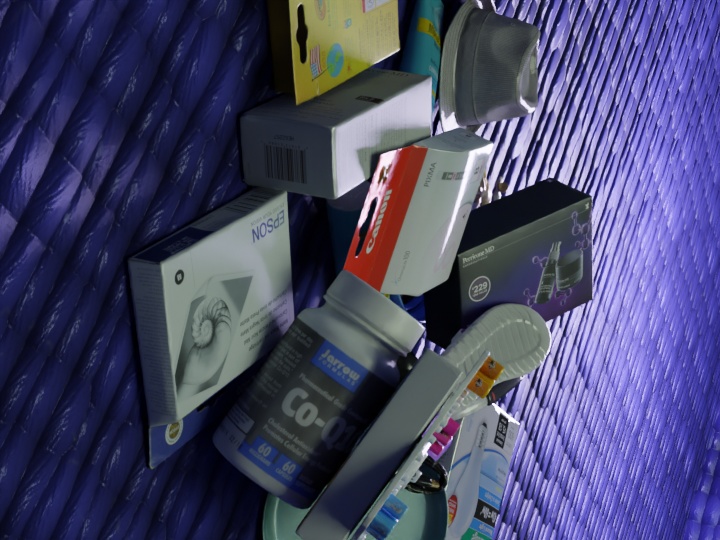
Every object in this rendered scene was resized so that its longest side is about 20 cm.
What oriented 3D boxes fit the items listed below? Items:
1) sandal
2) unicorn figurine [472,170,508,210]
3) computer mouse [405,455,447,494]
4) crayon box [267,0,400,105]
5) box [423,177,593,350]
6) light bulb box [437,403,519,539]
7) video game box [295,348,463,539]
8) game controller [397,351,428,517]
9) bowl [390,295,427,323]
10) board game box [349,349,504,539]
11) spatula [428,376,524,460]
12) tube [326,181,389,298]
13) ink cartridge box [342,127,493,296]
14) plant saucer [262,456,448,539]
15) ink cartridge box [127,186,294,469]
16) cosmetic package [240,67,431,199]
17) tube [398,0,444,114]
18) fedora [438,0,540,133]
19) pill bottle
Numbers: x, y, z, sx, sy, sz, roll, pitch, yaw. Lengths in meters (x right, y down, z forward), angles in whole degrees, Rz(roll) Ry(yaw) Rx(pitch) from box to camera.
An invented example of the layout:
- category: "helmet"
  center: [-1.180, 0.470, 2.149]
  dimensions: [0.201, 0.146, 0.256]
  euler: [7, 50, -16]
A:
- category: "sandal"
  center: [0.129, 0.093, 1.433]
  dimensions: [0.202, 0.050, 0.083]
  euler: [-25, 90, -40]
- category: "unicorn figurine"
  center: [0.156, -0.022, 1.629]
  dimensions: [0.138, 0.073, 0.201]
  euler: [97, 6, -64]
- category: "computer mouse"
  center: [-0.002, 0.199, 1.325]
  dimensions: [0.034, 0.199, 0.059]
  euler: [-175, -86, -73]
- category: "crayon box"
  center: [-0.031, -0.244, 1.230]
  dimensions: [0.200, 0.051, 0.128]
  euler: [-39, 132, -53]
- category: "box"
  center: [0.169, -0.003, 1.505]
  dimensions: [0.199, 0.079, 0.142]
  euler: [-24, 121, -27]
- category: "light bulb box"
  center: [0.081, 0.242, 1.536]
  dimensions: [0.198, 0.124, 0.201]
  euler: [38, 64, -60]
- category: "video game box"
  center: [0.022, 0.165, 1.219]
  dimensions: [0.200, 0.047, 0.182]
  euler: [-54, 171, -3]
- category: "game controller"
  center: [0.020, 0.179, 1.399]
  dimensions: [0.042, 0.104, 0.201]
  euler: [-96, -179, -77]
- category: "bowl"
  center: [0.069, -0.042, 1.507]
  dimensions: [0.200, 0.039, 0.202]
  euler: [-32, 127, -56]
- category: "board game box"
  center: [0.050, 0.187, 1.218]
  dimensions: [0.200, 0.026, 0.200]
  euler: [-52, 173, -26]
- category: "spatula"
  center: [0.124, 0.147, 1.437]
  dimensions: [0.200, 0.020, 0.057]
  euler: [-26, 106, -43]
- category: "tube"
  center: [0.000, 0.000, 1.371]
  dimensions: [0.077, 0.050, 0.201]
  euler: [-36, 138, -29]
- category: "ink cartridge box"
  center: [0.056, -0.049, 1.304]
  dimensions: [0.200, 0.057, 0.163]
  euler: [-33, 144, -64]
- category: "plant saucer"
  center: [-0.006, 0.256, 1.356]
  dimensions: [0.027, 0.199, 0.201]
  euler: [-170, -90, -74]
- category: "ink cartridge box"
  center: [-0.123, 0.050, 1.165]
  dimensions: [0.199, 0.040, 0.201]
  euler: [-37, 132, -53]
- category: "cosmetic package"
  center: [-0.018, -0.135, 1.240]
  dimensions: [0.200, 0.101, 0.074]
  euler: [-39, 135, -54]
- category: "tube"
  center: [0.063, -0.215, 1.437]
  dimensions: [0.077, 0.050, 0.201]
  euler: [49, 50, -70]
- category: "fedora"
  center: [0.162, -0.232, 1.532]
  dimensions: [0.200, 0.090, 0.178]
  euler: [-37, 132, -66]
- category: "pill bottle"
  center: [-0.035, 0.107, 1.208]
  dimensions: [0.200, 0.114, 0.114]
  euler: [-55, 150, -2]
